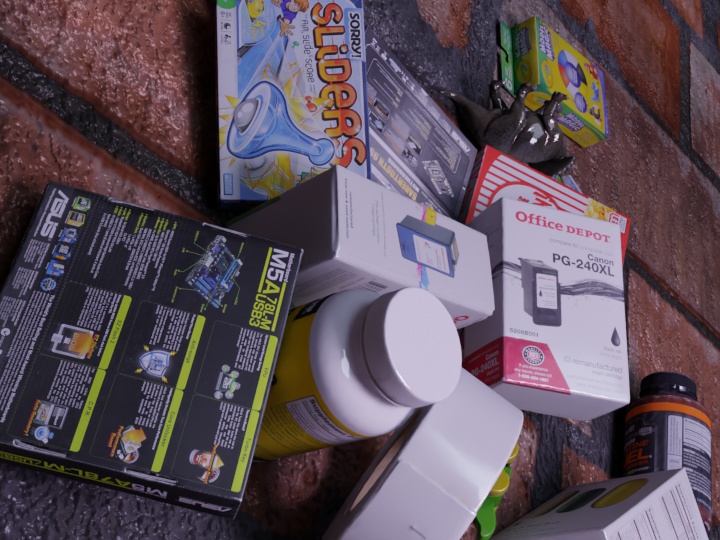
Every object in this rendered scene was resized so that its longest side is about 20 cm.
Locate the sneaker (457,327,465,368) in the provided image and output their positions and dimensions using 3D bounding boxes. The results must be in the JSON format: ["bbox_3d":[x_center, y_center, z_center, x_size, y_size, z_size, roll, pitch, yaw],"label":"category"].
[{"bbox_3d":[0.178,0.075,1.079,0.200,0.081,0.075,-1,73,-48],"label":"sneaker"}]

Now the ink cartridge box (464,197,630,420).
[{"bbox_3d":[0.187,0.039,0.998,0.145,0.083,0.200,11,65,-18],"label":"ink cartridge box"}]

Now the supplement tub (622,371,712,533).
[{"bbox_3d":[0.384,0.229,1.226,0.107,0.107,0.200,39,48,-31],"label":"supplement tub"}]

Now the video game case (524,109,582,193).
[{"bbox_3d":[0.226,-0.081,1.246,0.182,0.022,0.200,51,42,-20],"label":"video game case"}]

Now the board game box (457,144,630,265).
[{"bbox_3d":[0.202,-0.033,1.114,0.200,0.046,0.152,25,59,-11],"label":"board game box"}]

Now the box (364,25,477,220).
[{"bbox_3d":[0.033,-0.132,1.029,0.200,0.048,0.158,43,48,-28],"label":"box"}]

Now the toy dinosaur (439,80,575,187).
[{"bbox_3d":[0.188,-0.168,1.168,0.200,0.077,0.102,18,87,-16],"label":"toy dinosaur"}]

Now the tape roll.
[{"bbox_3d":[0.045,0.174,0.788,0.071,0.202,0.202,37,43,3],"label":"tape roll"}]

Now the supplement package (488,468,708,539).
[{"bbox_3d":[0.252,0.312,1.004,0.200,0.152,0.151,-12,82,-50],"label":"supplement package"}]

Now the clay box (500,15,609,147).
[{"bbox_3d":[0.268,-0.264,1.350,0.200,0.048,0.115,25,56,-41],"label":"clay box"}]

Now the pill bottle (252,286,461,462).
[{"bbox_3d":[-0.025,0.079,0.755,0.112,0.200,0.112,23,58,-41],"label":"pill bottle"}]

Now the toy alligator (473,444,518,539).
[{"bbox_3d":[0.131,0.184,1.005,0.054,0.059,0.200,20,49,6],"label":"toy alligator"}]

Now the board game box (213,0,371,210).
[{"bbox_3d":[-0.062,-0.153,0.875,0.135,0.034,0.200,-1,78,-13],"label":"board game box"}]

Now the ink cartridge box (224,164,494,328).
[{"bbox_3d":[0.000,0.000,0.860,0.200,0.145,0.088,22,57,-40],"label":"ink cartridge box"}]

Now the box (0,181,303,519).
[{"bbox_3d":[-0.153,0.049,0.673,0.193,0.048,0.200,16,57,-8],"label":"box"}]
